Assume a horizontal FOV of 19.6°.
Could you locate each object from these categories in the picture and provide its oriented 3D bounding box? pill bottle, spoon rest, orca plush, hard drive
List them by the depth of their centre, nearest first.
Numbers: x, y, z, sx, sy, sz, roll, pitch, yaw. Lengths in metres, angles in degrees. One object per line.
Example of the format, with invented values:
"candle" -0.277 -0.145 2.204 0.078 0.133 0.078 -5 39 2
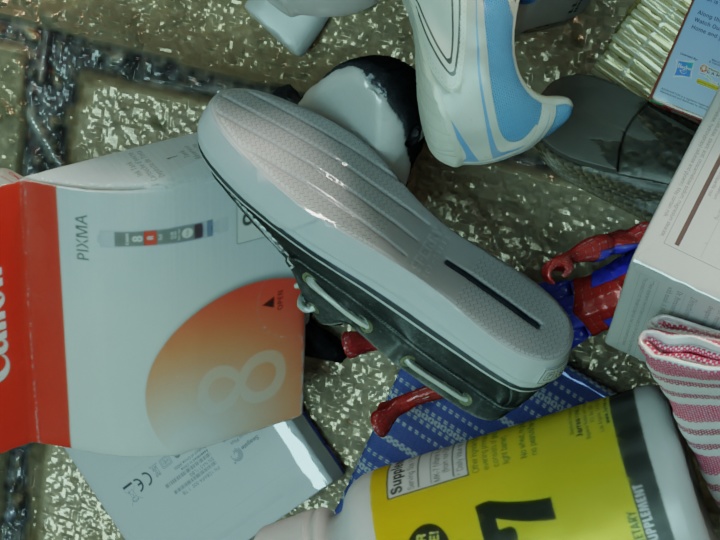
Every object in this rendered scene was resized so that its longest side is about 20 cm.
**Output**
"pill bottle" 0.060 0.134 0.949 0.199 0.114 0.115 -19 93 9
"spoon rest" -0.029 -0.149 0.966 0.099 0.200 0.061 42 88 2
"orca plush" 0.004 -0.035 1.034 0.105 0.071 0.200 39 138 33
"hard drive" -0.114 0.062 1.134 0.132 0.025 0.200 -37 85 27

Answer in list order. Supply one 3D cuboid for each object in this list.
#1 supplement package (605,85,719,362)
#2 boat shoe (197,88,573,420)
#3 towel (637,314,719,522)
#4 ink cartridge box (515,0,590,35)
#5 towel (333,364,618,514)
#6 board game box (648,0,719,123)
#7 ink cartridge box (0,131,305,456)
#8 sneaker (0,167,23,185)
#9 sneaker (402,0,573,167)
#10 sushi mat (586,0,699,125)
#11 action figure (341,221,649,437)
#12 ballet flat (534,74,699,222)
"supplement package" 0.218 0.013 0.861 0.200 0.110 0.114 27 73 10
"boat shoe" 0.000 0.000 0.944 0.200 0.072 0.071 39 128 4
"towel" 0.199 0.090 0.866 0.146 0.200 0.030 18 69 29
"ink cartridge box" 0.043 -0.223 0.965 0.200 0.083 0.147 35 114 13
"towel" 0.062 0.129 1.073 0.145 0.024 0.200 31 110 18
"board game box" 0.239 -0.084 0.918 0.200 0.019 0.103 24 93 16
"ink cartridge box" -0.120 0.023 0.994 0.050 0.200 0.163 43 141 43
"sneaker" -0.161 -0.013 1.084 0.200 0.078 0.100 -23 88 26
"sneaker" 0.040 -0.146 0.909 0.072 0.072 0.201 -16 91 -5
"sushi mat" 0.207 -0.070 0.962 0.200 0.012 0.096 39 115 13
"action figure" 0.087 0.027 0.985 0.199 0.099 0.065 -21 93 14
"ballet flat" 0.168 -0.029 0.961 0.200 0.046 0.067 27 73 13
